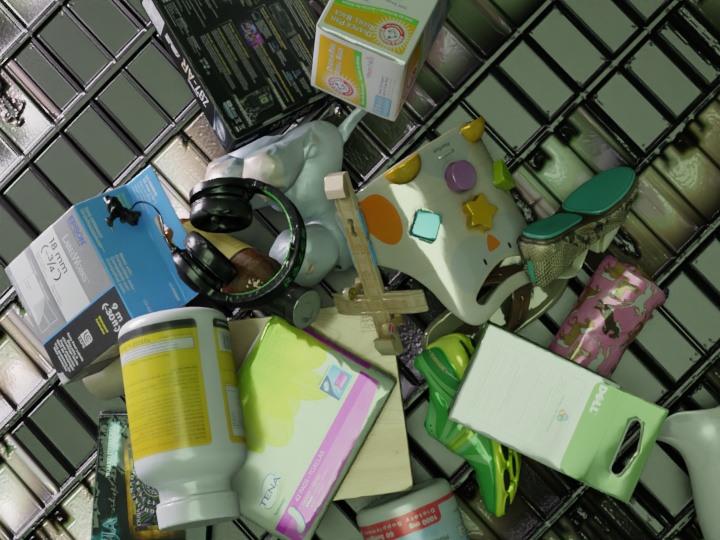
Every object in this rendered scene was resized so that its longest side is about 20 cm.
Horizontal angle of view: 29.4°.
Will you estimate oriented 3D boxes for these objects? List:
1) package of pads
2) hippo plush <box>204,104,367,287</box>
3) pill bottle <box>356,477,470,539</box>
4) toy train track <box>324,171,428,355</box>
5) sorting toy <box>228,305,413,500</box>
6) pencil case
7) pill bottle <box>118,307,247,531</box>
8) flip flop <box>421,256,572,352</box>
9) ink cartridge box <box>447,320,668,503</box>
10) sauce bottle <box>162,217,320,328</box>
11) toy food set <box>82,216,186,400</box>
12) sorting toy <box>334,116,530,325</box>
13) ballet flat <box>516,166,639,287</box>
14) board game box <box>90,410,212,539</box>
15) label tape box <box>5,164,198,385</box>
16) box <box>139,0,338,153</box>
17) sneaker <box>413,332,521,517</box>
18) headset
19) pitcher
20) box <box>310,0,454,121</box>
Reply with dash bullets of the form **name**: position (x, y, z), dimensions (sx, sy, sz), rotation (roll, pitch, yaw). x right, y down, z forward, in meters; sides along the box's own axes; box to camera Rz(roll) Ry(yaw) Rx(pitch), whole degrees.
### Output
- **package of pads**: position (-0.075, 0.163, 1.412), dimensions (0.153, 0.068, 0.202), rotation (29, 90, 5)
- **hippo plush**: position (-0.067, -0.067, 1.477), dimensions (0.199, 0.158, 0.163), rotation (-33, 106, -38)
- **pill bottle**: position (0.076, 0.330, 1.440), dimensions (0.107, 0.109, 0.203), rotation (-21, 86, 4)
- **toy train track**: position (0.000, 0.000, 1.384), dimensions (0.113, 0.032, 0.203), rotation (-3, 114, 35)
- **sorting toy**: position (-0.051, 0.145, 1.480), dimensions (0.197, 0.070, 0.202), rotation (-8, 87, 4)
- **pencil case**: position (0.242, 0.086, 1.449), dimensions (0.086, 0.083, 0.201), rotation (33, 91, -12)
- **pill bottle**: position (-0.170, 0.145, 1.336), dimensions (0.110, 0.112, 0.203), rotation (-11, 76, 5)
- **flip flop**: position (0.148, 0.034, 1.473), dimensions (0.199, 0.058, 0.081), rotation (-38, 85, 3)
- **ink cartridge box**: position (0.196, 0.140, 1.379), dimensions (0.198, 0.059, 0.105), rotation (25, 92, 4)
- **sauce bottle**: position (-0.124, 0.006, 1.405), dimensions (0.199, 0.066, 0.067), rotation (28, 90, 37)
- **toy food set**: position (-0.255, 0.026, 1.517), dimensions (0.142, 0.060, 0.203), rotation (-19, 84, 16)
- **sorting toy**: position (0.109, -0.044, 1.412), dimensions (0.199, 0.107, 0.181), rotation (-33, 87, -32)
- **ballet flat**: position (0.229, -0.040, 1.439), dimensions (0.067, 0.199, 0.076), rotation (12, 123, 38)
- **board game box**: position (-0.229, 0.261, 1.511), dimensions (0.133, 0.028, 0.204), rotation (4, 88, 6)
- **label tape box**: position (-0.266, 0.005, 1.425), dimensions (0.199, 0.063, 0.146), rotation (-36, 79, 33)
- **box**: position (-0.123, -0.250, 1.484), dimensions (0.159, 0.044, 0.202), rotation (-29, 85, -23)
- **sneaker**: position (0.115, 0.166, 1.466), dimensions (0.083, 0.074, 0.203), rotation (-17, 97, 28)
- **headset**: position (-0.151, -0.038, 1.341), dimensions (0.197, 0.094, 0.125), rotation (13, 79, 21)
- **pitcher**: position (0.417, 0.217, 1.420), dimensions (0.170, 0.121, 0.202), rotation (-26, 74, -12)
- **box**: position (0.034, -0.277, 1.436), dimensions (0.100, 0.113, 0.202), rotation (23, 64, 6)
